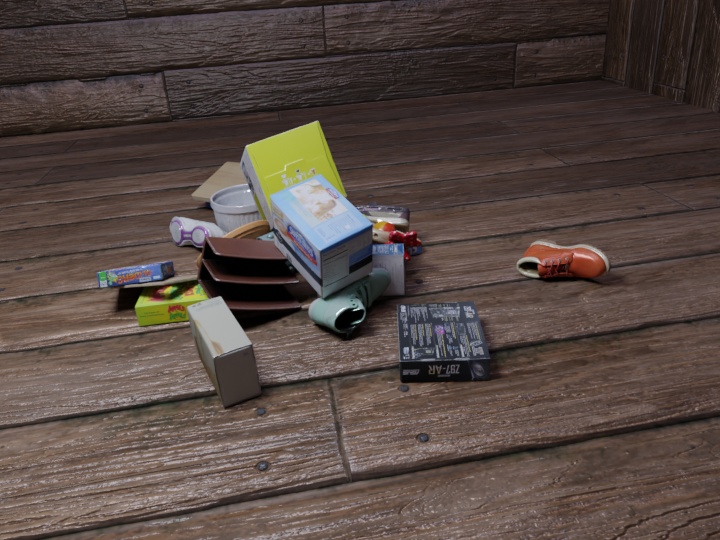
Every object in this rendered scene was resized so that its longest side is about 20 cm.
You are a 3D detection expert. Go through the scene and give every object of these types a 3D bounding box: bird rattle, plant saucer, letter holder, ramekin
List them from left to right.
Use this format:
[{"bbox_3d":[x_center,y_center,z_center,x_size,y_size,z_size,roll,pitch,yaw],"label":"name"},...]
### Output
[{"bbox_3d":[-0.296,-0.050,1.429,0.197,0.038,0.200,-33,-5,-3],"label":"plant saucer"},{"bbox_3d":[-0.320,-0.165,1.697,0.194,0.108,0.201,-3,25,1],"label":"ramekin"},{"bbox_3d":[-0.222,0.010,1.260,0.196,0.103,0.142,2,26,-35],"label":"letter holder"},{"bbox_3d":[0.055,-0.089,1.425,0.195,0.116,0.163,9,11,18],"label":"bird rattle"}]

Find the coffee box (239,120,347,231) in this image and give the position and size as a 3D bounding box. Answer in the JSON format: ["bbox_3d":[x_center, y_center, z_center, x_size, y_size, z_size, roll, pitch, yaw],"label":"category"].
[{"bbox_3d":[-0.175,-0.229,1.527,0.196,0.205,0.197,-22,2,-16],"label":"coffee box"}]

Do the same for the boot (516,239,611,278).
[{"bbox_3d":[0.444,-0.010,1.325,0.106,0.077,0.197,-29,27,-37],"label":"boot"}]

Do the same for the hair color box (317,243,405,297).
[{"bbox_3d":[0.000,0.000,1.321,0.194,0.103,0.061,-2,26,4],"label":"hair color box"}]

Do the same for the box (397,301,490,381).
[{"bbox_3d":[0.146,0.126,1.109,0.155,0.045,0.201,-2,26,2],"label":"box"}]

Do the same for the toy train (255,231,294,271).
[{"bbox_3d":[-0.186,-0.048,1.417,0.198,0.116,0.084,-26,44,-38],"label":"toy train"}]

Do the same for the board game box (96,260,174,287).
[{"bbox_3d":[-0.506,0.006,1.371,0.131,0.036,0.200,-8,4,-9],"label":"board game box"}]

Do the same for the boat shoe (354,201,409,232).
[{"bbox_3d":[0.032,-0.141,1.537,0.194,0.072,0.066,7,67,13],"label":"boat shoe"}]

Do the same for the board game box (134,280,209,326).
[{"bbox_3d":[-0.375,0.064,1.301,0.194,0.049,0.102,-6,26,-5],"label":"board game box"}]

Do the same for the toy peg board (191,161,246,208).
[{"bbox_3d":[-0.392,-0.244,1.914,0.195,0.100,0.201,9,45,27],"label":"toy peg board"}]

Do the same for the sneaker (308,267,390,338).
[{"bbox_3d":[0.004,0.066,1.212,0.198,0.075,0.117,-29,27,-24],"label":"sneaker"}]

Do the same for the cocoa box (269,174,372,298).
[{"bbox_3d":[-0.080,-0.074,1.223,0.131,0.133,0.200,-26,51,-24],"label":"cocoa box"}]

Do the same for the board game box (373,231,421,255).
[{"bbox_3d":[0.040,-0.063,1.522,0.195,0.035,0.136,-12,27,-17],"label":"board game box"}]

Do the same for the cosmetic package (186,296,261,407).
[{"bbox_3d":[-0.246,0.139,1.069,0.070,0.108,0.199,-16,27,-22],"label":"cosmetic package"}]

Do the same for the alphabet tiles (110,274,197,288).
[{"bbox_3d":[-0.425,0.022,1.346,0.163,0.008,0.199,-4,4,29],"label":"alphabet tiles"}]

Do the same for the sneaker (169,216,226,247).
[{"bbox_3d":[-0.446,-0.099,1.645,0.197,0.077,0.098,17,13,36],"label":"sneaker"}]
